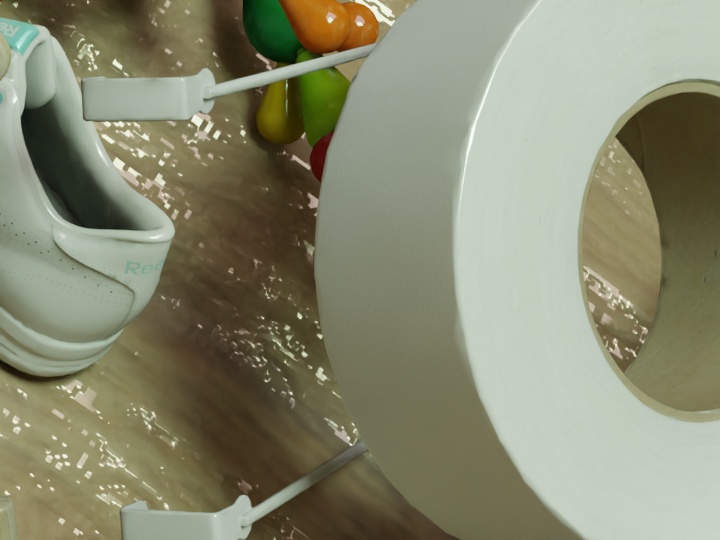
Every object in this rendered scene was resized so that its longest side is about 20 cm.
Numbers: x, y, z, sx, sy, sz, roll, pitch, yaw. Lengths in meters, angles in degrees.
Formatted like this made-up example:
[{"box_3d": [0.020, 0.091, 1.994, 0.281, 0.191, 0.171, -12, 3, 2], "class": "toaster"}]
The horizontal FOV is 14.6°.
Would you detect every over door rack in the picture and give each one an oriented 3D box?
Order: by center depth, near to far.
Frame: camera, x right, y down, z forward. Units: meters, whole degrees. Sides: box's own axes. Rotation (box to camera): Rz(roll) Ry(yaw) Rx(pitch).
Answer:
[{"box_3d": [0.000, 0.000, 0.902, 0.200, 0.067, 0.148, -17, 106, -54], "class": "over door rack"}]

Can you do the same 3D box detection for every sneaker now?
[{"box_3d": [-0.136, -0.062, 0.901, 0.200, 0.088, 0.075, 44, 45, 0], "class": "sneaker"}]

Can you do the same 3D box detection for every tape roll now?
[{"box_3d": [0.084, -0.004, 0.883, 0.202, 0.071, 0.203, 2, 87, -39], "class": "tape roll"}]

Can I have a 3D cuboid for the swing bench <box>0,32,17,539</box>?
[{"box_3d": [-0.152, 0.021, 0.713, 0.130, 0.199, 0.200, -9, 18, -11], "class": "swing bench"}]

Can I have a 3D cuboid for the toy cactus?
[{"box_3d": [-0.059, -0.120, 1.017, 0.200, 0.102, 0.165, 40, 25, -1], "class": "toy cactus"}]
